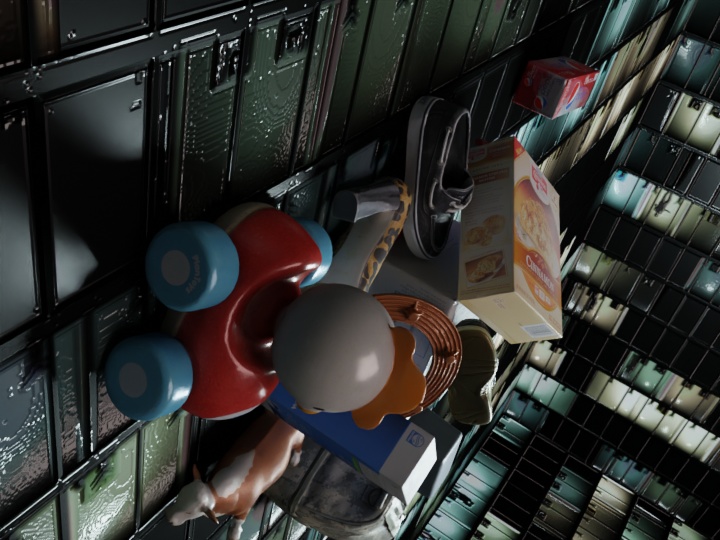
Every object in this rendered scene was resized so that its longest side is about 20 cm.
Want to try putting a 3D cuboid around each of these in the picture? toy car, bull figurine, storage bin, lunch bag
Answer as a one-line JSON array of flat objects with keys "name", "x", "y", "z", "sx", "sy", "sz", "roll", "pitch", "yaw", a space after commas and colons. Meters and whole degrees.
[{"name": "toy car", "x": -0.048, "y": 0.063, "z": 0.584, "sx": 0.178, "sy": 0.199, "sz": 0.184, "roll": -65, "pitch": 160, "yaw": 14}, {"name": "bull figurine", "x": -0.123, "y": 0.218, "z": 0.827, "sx": 0.200, "sy": 0.065, "sz": 0.122, "roll": -42, "pitch": 158, "yaw": -38}, {"name": "storage bin", "x": 0.110, "y": 0.359, "z": 1.515, "sx": 0.146, "sy": 0.134, "sz": 0.201, "roll": -45, "pitch": 155, "yaw": -37}, {"name": "lunch bag", "x": -0.024, "y": 0.285, "z": 1.014, "sx": 0.140, "sy": 0.167, "sz": 0.200, "roll": -53, "pitch": 160, "yaw": -19}]

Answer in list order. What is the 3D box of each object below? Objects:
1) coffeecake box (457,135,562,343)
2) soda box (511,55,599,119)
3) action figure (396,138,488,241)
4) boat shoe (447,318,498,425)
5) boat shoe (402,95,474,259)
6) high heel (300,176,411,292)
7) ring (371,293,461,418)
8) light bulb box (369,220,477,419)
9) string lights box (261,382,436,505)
[{"name": "coffeecake box", "x": 0.184, "y": -0.033, "z": 0.930, "sx": 0.153, "sy": 0.073, "sz": 0.201, "roll": 35, "pitch": 52, "yaw": -48}, {"name": "soda box", "x": 0.302, "y": -0.284, "z": 1.174, "sx": 0.200, "sy": 0.070, "sz": 0.064, "roll": -30, "pitch": 145, "yaw": -57}, {"name": "action figure", "x": 0.097, "y": -0.093, "z": 0.963, "sx": 0.200, "sy": 0.052, "sz": 0.066, "roll": -42, "pitch": 149, "yaw": -32}, {"name": "boat shoe", "x": 0.140, "y": 0.121, "z": 0.978, "sx": 0.201, "sy": 0.071, "sz": 0.066, "roll": 78, "pitch": 17, "yaw": -46}, {"name": "boat shoe", "x": 0.093, "y": -0.093, "z": 0.857, "sx": 0.072, "sy": 0.068, "sz": 0.201, "roll": -34, "pitch": 136, "yaw": -42}, {"name": "high heel", "x": 0.000, "y": 0.000, "z": 0.815, "sx": 0.142, "sy": 0.071, "sz": 0.201, "roll": -22, "pitch": 133, "yaw": -59}, {"name": "ring", "x": 0.022, "y": 0.112, "z": 0.889, "sx": 0.019, "sy": 0.199, "sz": 0.201, "roll": -107, "pitch": -151, "yaw": -54}, {"name": "light bulb box", "x": 0.078, "y": 0.056, "z": 1.009, "sx": 0.198, "sy": 0.124, "sz": 0.201, "roll": -32, "pitch": 148, "yaw": -54}, {"name": "string lights box", "x": -0.024, "y": 0.147, "z": 0.764, "sx": 0.059, "sy": 0.199, "sz": 0.103, "roll": -53, "pitch": 161, "yaw": -17}]
